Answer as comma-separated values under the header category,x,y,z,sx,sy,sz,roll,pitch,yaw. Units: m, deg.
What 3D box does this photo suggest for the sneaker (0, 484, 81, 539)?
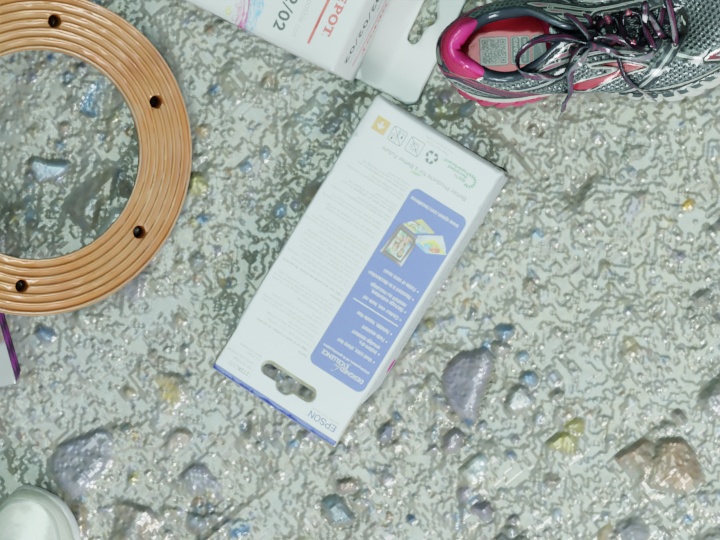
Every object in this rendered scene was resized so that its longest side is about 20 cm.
category,x,y,z,sx,sy,sz,roll,pitch,yaw
sneaker,-0.229,0.232,1.697,0.075,0.081,0.200,17,90,13

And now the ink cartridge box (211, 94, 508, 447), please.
category,x,y,z,sx,sy,sz,roll,pitch,yaw
ink cartridge box,0.000,0.000,1.684,0.095,0.037,0.200,32,92,9

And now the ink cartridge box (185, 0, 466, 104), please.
category,x,y,z,sx,sy,sz,roll,pitch,yaw
ink cartridge box,-0.036,-0.195,1.680,0.200,0.068,0.115,27,94,11

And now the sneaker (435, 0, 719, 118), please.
category,x,y,z,sx,sy,sz,roll,pitch,yaw
sneaker,0.145,-0.136,1.640,0.200,0.075,0.081,-11,86,9

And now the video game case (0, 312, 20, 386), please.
category,x,y,z,sx,sy,sz,roll,pitch,yaw
video game case,-0.326,-0.003,1.707,0.181,0.036,0.200,-14,102,0

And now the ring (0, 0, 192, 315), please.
category,x,y,z,sx,sy,sz,roll,pitch,yaw
ring,-0.202,-0.072,1.690,0.200,0.019,0.201,-2,96,-21
